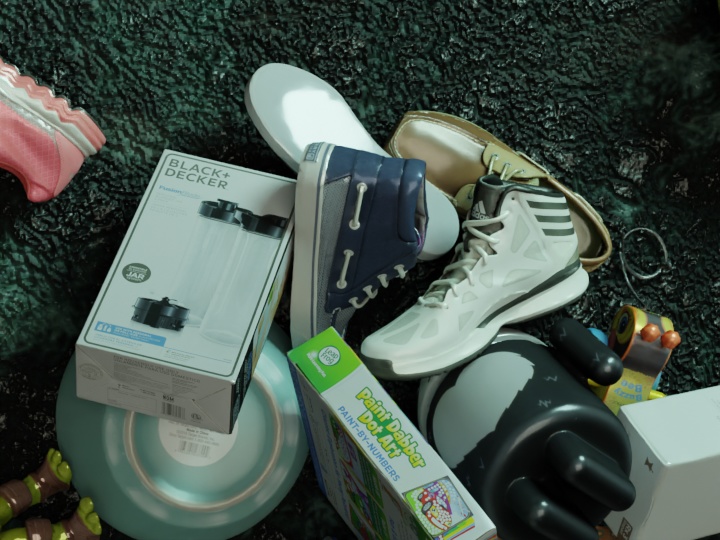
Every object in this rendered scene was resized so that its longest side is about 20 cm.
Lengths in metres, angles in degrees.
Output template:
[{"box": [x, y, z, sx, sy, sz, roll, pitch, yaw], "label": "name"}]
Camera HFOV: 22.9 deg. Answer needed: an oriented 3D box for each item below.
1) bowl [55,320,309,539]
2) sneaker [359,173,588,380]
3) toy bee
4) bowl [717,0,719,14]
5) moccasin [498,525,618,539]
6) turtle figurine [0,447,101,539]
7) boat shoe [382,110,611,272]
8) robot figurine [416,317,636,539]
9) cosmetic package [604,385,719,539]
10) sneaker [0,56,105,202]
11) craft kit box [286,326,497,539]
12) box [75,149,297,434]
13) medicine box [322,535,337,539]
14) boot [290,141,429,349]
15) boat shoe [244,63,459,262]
[{"box": [-0.122, 0.114, 1.313, 0.200, 0.105, 0.201, -1, 92, -14], "label": "bowl"}, {"box": [0.073, -0.005, 1.295, 0.200, 0.076, 0.116, -27, 116, -26], "label": "sneaker"}, {"box": [0.203, 0.070, 1.386, 0.131, 0.109, 0.200, -4, 93, -11], "label": "toy bee"}, {"box": [0.362, -0.223, 1.413, 0.200, 0.108, 0.200, 0, 92, -14], "label": "bowl"}, {"box": [0.134, 0.200, 1.392, 0.201, 0.074, 0.078, 17, 79, -10], "label": "moccasin"}, {"box": [-0.271, 0.198, 1.270, 0.161, 0.200, 0.064, -19, 129, -27], "label": "turtle figurine"}, {"box": [0.114, -0.063, 1.378, 0.200, 0.074, 0.076, 28, 85, -12], "label": "boat shoe"}, {"box": [0.118, 0.122, 1.295, 0.150, 0.200, 0.125, -18, 121, -13], "label": "robot figurine"}, {"box": [0.285, 0.146, 1.383, 0.200, 0.074, 0.102, -7, 130, -27], "label": "cosmetic package"}, {"box": [-0.286, -0.121, 1.284, 0.200, 0.074, 0.087, 33, 86, -12], "label": "sneaker"}, {"box": [0.027, 0.167, 1.260, 0.048, 0.200, 0.198, -29, 57, -13], "label": "craft kit box"}, {"box": [-0.117, 0.011, 1.263, 0.116, 0.060, 0.200, 14, 48, 6], "label": "box"}, {"box": [0.020, 0.316, 1.312, 0.103, 0.182, 0.200, -41, 100, -8], "label": "medicine box"}, {"box": [0.000, 0.000, 1.305, 0.090, 0.073, 0.200, 9, 130, 9], "label": "boot"}, {"box": [-0.014, -0.076, 1.353, 0.200, 0.066, 0.072, 36, 61, -15], "label": "boat shoe"}]
